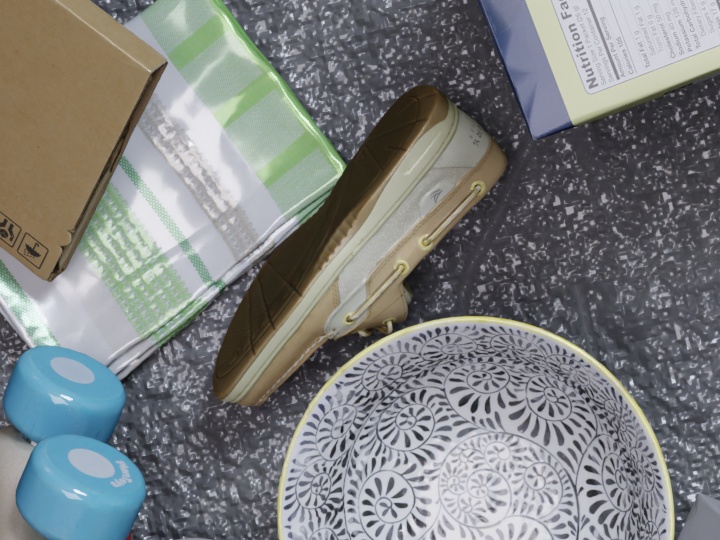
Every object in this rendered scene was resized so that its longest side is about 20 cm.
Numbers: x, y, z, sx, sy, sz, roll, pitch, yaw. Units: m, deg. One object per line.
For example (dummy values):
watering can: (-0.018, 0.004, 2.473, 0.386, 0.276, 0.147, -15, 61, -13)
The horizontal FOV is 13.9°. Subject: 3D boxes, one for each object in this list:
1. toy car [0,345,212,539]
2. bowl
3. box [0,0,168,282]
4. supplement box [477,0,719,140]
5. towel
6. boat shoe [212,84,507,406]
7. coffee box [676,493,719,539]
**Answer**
toy car: (-0.112, 0.170, 1.533, 0.200, 0.177, 0.184, 17, 113, -19)
bowl: (0.065, 0.121, 1.503, 0.201, 0.094, 0.201, 1, 93, 11)
box: (-0.206, -0.108, 1.511, 0.200, 0.021, 0.164, 38, 131, 8)
supplement box: (0.162, -0.162, 1.411, 0.200, 0.200, 0.134, -20, 91, 12)
towel: (-0.121, -0.043, 1.561, 0.200, 0.031, 0.149, -39, 87, 11)
boat shoe: (0.000, 0.000, 1.520, 0.066, 0.074, 0.200, 32, 109, -22)
coffee box: (0.240, 0.203, 1.449, 0.200, 0.080, 0.113, 23, 97, -13)
